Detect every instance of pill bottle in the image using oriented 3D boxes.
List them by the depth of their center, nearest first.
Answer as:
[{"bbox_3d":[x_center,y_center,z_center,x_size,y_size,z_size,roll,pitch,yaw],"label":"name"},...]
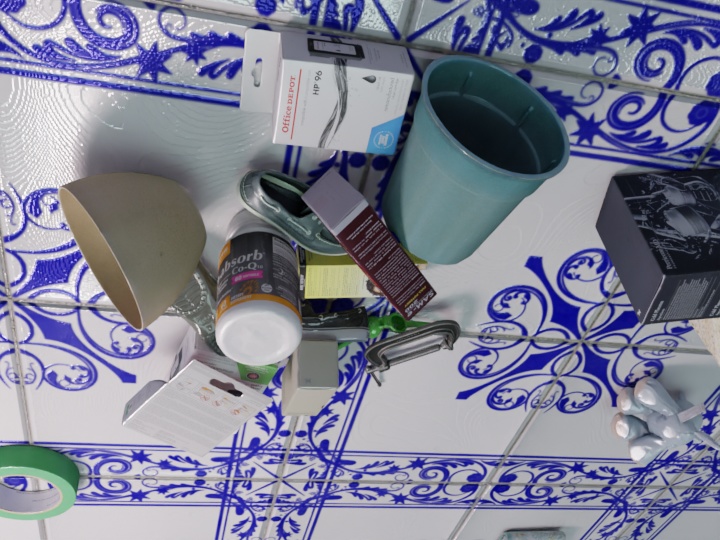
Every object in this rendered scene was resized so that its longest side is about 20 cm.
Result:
[{"bbox_3d":[-0.139,0.017,0.981,0.113,0.203,0.118,-5,136,-5],"label":"pill bottle"}]

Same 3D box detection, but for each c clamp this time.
[{"bbox_3d":[0.088,0.137,1.251,0.196,0.028,0.171,-22,148,14],"label":"c clamp"}]

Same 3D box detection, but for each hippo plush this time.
[{"bbox_3d":[0.614,0.285,1.441,0.198,0.163,0.159,-28,165,38],"label":"hippo plush"}]

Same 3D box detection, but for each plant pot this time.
[{"bbox_3d":[0.127,-0.125,0.907,0.195,0.204,0.197,10,141,-18],"label":"plant pot"},{"bbox_3d":[-0.279,-0.046,0.930,0.133,0.199,0.203,-33,143,-27],"label":"plant pot"}]

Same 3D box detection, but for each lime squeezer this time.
[{"bbox_3d":[0.046,0.102,1.212,0.195,0.038,0.072,-12,132,-1],"label":"lime squeezer"}]

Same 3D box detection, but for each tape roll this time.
[{"bbox_3d":[-0.652,0.415,1.397,0.195,0.049,0.203,-5,135,-5],"label":"tape roll"}]

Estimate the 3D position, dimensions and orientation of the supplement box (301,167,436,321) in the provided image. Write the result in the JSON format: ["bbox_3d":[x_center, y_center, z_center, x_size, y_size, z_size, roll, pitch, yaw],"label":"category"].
[{"bbox_3d":[0.014,-0.032,0.959,0.061,0.109,0.200,-42,128,0],"label":"supplement box"}]

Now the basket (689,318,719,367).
[{"bbox_3d":[0.621,0.026,1.147,0.194,0.163,0.201,-23,135,13],"label":"basket"}]

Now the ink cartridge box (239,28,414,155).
[{"bbox_3d":[-0.045,-0.213,0.866,0.195,0.069,0.118,3,134,-12],"label":"ink cartridge box"}]

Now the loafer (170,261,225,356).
[{"bbox_3d":[-0.241,0.040,1.083,0.074,0.070,0.202,-24,116,10],"label":"loafer"}]

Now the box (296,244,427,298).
[{"bbox_3d":[0.000,0.000,1.095,0.194,0.051,0.076,-1,135,-7],"label":"box"}]

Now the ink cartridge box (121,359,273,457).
[{"bbox_3d":[-0.258,0.210,1.144,0.160,0.051,0.199,33,119,-32],"label":"ink cartridge box"}]

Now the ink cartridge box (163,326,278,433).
[{"bbox_3d":[-0.238,0.176,1.203,0.143,0.085,0.201,16,130,-22],"label":"ink cartridge box"}]

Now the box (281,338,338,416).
[{"bbox_3d":[-0.087,0.181,1.189,0.067,0.084,0.200,3,158,-13],"label":"box"}]

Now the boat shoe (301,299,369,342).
[{"bbox_3d":[-0.082,0.080,1.152,0.194,0.068,0.070,1,170,-2],"label":"boat shoe"}]

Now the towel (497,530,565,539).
[{"bbox_3d":[0.432,0.748,1.905,0.167,0.049,0.203,0,134,-14],"label":"towel"}]

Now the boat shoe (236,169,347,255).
[{"bbox_3d":[-0.073,-0.079,0.980,0.197,0.074,0.061,27,157,-25],"label":"boat shoe"}]

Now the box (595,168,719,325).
[{"bbox_3d":[0.463,-0.038,1.027,0.177,0.203,0.106,-5,138,-5],"label":"box"}]
